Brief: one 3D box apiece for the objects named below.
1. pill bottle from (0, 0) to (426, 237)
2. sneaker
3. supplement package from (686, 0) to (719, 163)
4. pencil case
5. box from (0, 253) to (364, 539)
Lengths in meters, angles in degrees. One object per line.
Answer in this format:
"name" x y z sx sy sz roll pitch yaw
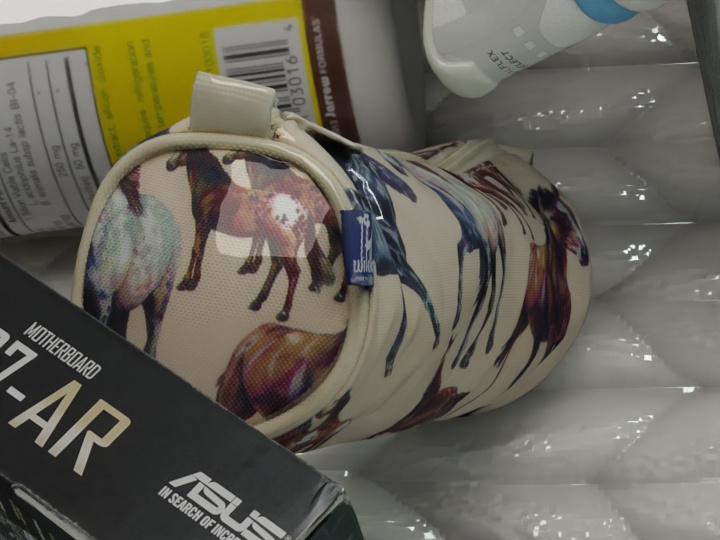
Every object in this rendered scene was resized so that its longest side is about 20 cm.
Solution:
"pill bottle" -0.084 -0.068 0.878 0.200 0.109 0.109 -7 52 7
"sneaker" 0.019 -0.130 0.803 0.087 0.075 0.200 -37 47 21
"supplement package" 0.187 -0.115 0.833 0.191 0.147 0.200 -10 52 4
"pencil case" 0.000 0.000 0.757 0.078 0.200 0.090 23 98 19
"box" -0.057 0.082 0.698 0.160 0.200 0.044 32 65 31
